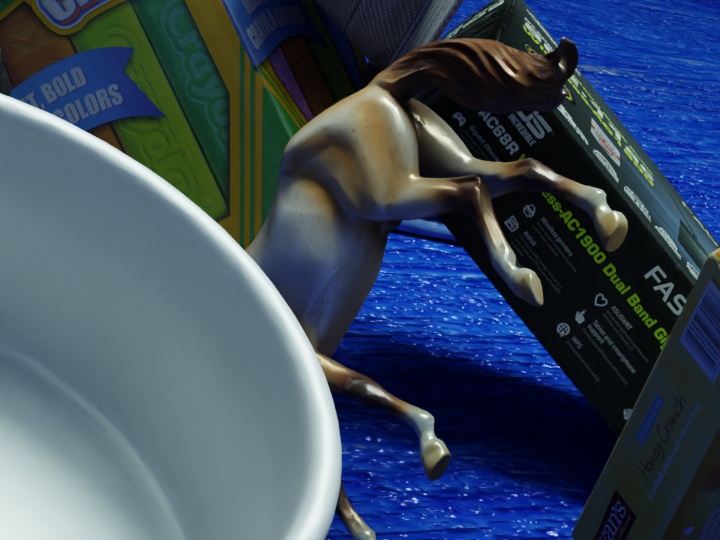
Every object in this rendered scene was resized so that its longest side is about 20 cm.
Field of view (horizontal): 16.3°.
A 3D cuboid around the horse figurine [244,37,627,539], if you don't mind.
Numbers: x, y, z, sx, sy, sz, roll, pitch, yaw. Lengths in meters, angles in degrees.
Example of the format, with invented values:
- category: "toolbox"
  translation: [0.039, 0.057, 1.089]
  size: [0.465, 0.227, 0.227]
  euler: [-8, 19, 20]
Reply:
- category: "horse figurine"
  translation: [0.000, 0.000, 0.826]
  size: [0.132, 0.200, 0.050]
  euler: [36, 8, 27]

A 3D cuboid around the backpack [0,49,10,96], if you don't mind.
- category: "backpack"
  translation: [-0.195, -0.049, 0.850]
  size: [0.126, 0.168, 0.200]
  euler: [-19, 34, -27]

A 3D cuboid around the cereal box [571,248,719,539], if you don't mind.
- category: "cereal box"
  translation: [0.179, 0.034, 0.863]
  size: [0.199, 0.144, 0.040]
  euler: [-14, 51, -31]

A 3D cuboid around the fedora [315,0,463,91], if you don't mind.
- category: "fedora"
  translation: [0.017, -0.149, 0.911]
  size: [0.090, 0.177, 0.200]
  euler: [33, 27, -1]

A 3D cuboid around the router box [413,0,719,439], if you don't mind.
- category: "router box"
  translation: [0.095, -0.009, 0.992]
  size: [0.200, 0.062, 0.150]
  euler: [51, 12, -7]

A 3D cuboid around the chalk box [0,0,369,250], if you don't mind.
- category: "chalk box"
  translation: [-0.086, -0.091, 0.951]
  size: [0.201, 0.124, 0.124]
  euler: [63, 20, -1]

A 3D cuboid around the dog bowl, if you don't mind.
- category: "dog bowl"
  translation: [-0.109, 0.041, 0.607]
  size: [0.199, 0.079, 0.200]
  euler: [20, 34, -14]

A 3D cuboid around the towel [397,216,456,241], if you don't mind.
- category: "towel"
  translation: [0.017, -0.058, 1.344]
  size: [0.146, 0.024, 0.200]
  euler: [9, 17, -26]
